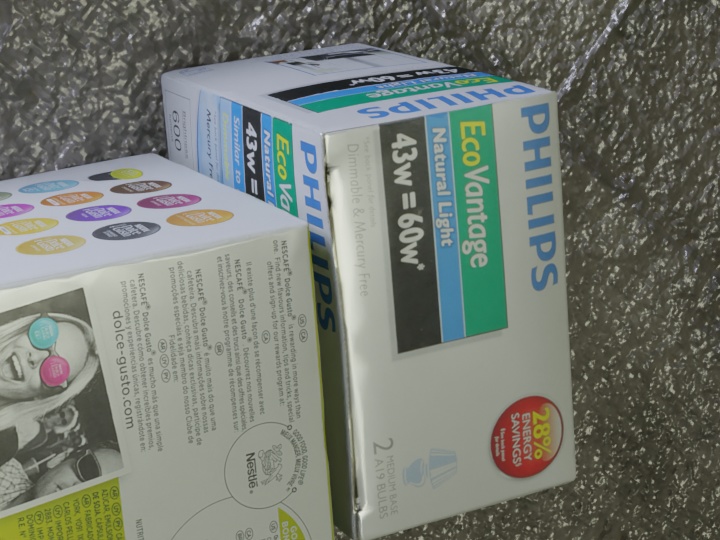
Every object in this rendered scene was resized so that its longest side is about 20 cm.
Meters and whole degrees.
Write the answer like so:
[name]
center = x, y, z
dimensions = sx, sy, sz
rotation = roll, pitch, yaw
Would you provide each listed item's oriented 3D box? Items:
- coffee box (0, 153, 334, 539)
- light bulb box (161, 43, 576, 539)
[coffee box]
center = -0.140, 0.071, 0.803
dimensions = 0.197, 0.199, 0.202
rotation = -12, 108, -24
[light bulb box]
center = 0.000, 0.000, 0.858
dimensions = 0.124, 0.200, 0.200
rotation = -12, 108, -24
